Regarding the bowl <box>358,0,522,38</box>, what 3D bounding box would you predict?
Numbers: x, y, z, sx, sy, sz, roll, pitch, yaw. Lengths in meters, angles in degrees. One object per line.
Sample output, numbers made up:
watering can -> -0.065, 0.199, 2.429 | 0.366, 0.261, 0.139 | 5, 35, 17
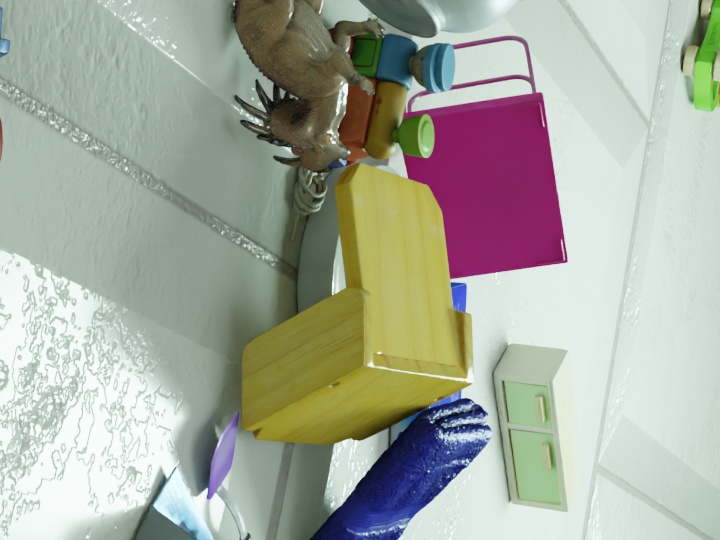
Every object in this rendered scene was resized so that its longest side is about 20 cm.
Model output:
bowl -> 0.050, -0.267, 1.606 | 0.090, 0.201, 0.201 | -57, 149, -13

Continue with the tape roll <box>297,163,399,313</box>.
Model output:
tape roll -> 0.000, 0.000, 1.716 | 0.203, 0.037, 0.203 | 6, 90, -66

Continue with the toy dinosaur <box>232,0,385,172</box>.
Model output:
toy dinosaur -> -0.059, -0.175, 1.480 | 0.200, 0.135, 0.086 | 61, 30, -3

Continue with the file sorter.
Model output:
file sorter -> 0.119, -0.112, 1.811 | 0.126, 0.139, 0.200 | -90, 169, -50

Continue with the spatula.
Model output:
spatula -> -0.105, 0.211, 1.544 | 0.057, 0.020, 0.200 | -57, 146, -53

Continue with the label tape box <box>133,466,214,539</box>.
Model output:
label tape box -> -0.139, 0.276, 1.429 | 0.143, 0.066, 0.200 | 71, 35, -44

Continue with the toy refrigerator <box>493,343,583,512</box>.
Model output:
toy refrigerator -> 0.212, 0.190, 2.196 | 0.070, 0.076, 0.200 | -55, 143, -48

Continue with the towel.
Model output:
towel -> 0.034, 0.207, 1.698 | 0.200, 0.050, 0.148 | -51, 164, 18

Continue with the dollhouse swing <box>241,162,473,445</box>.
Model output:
dollhouse swing -> -0.015, 0.032, 1.588 | 0.200, 0.181, 0.176 | 12, 53, -60

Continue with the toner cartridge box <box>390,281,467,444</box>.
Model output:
toner cartridge box -> 0.070, 0.114, 1.893 | 0.095, 0.043, 0.201 | -11, 105, -65

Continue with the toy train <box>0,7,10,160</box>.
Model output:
toy train -> -0.242, -0.078, 1.131 | 0.034, 0.046, 0.201 | -6, 101, -66

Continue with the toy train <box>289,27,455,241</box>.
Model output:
toy train -> 0.012, -0.114, 1.617 | 0.085, 0.115, 0.201 | 39, 60, -62

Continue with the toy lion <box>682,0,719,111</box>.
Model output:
toy lion -> 0.558, -0.326, 2.898 | 0.192, 0.068, 0.200 | 79, 28, -50
